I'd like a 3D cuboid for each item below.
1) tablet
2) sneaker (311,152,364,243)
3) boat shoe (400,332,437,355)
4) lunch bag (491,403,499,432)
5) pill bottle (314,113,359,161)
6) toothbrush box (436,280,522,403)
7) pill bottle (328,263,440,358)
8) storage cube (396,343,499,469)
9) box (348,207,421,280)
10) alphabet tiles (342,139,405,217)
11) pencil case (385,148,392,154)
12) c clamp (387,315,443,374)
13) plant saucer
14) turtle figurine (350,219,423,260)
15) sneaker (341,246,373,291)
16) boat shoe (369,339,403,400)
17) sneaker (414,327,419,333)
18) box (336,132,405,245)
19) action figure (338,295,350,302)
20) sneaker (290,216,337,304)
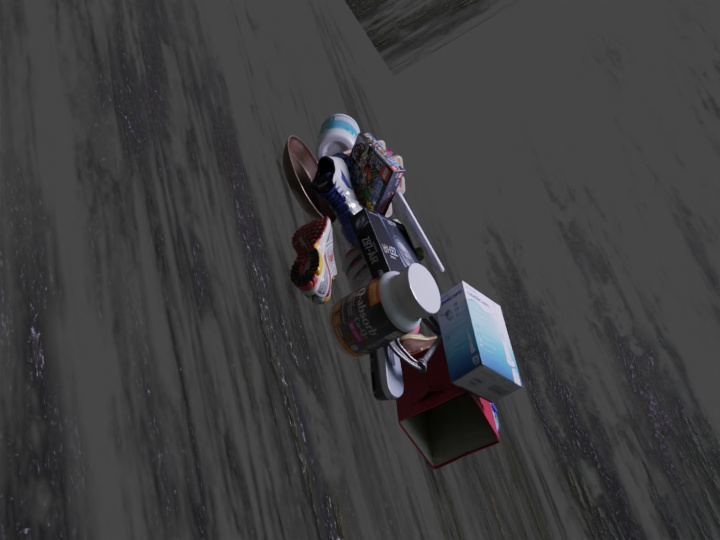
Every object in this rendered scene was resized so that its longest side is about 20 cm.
[{"bbox_3d":[0.121,-0.092,1.495,0.203,0.013,0.130,58,-1,-14],"label":"tablet"},{"bbox_3d":[-0.051,-0.154,1.418,0.114,0.079,0.205,-5,76,-60],"label":"sneaker"},{"bbox_3d":[0.176,0.196,1.605,0.073,0.194,0.069,111,-21,-50],"label":"boat shoe"},{"bbox_3d":[0.244,0.325,1.632,0.082,0.158,0.204,36,31,-57],"label":"lunch bag"},{"bbox_3d":[-0.055,-0.328,1.708,0.112,0.109,0.202,57,17,-24],"label":"pill bottle"},{"bbox_3d":[0.240,0.147,1.386,0.145,0.085,0.204,29,40,-38],"label":"toothbrush box"},{"bbox_3d":[0.043,0.073,1.232,0.115,0.198,0.119,32,42,-34],"label":"pill bottle"},{"bbox_3d":[0.185,0.285,1.476,0.202,0.168,0.182,55,18,-30],"label":"storage cube"},{"bbox_3d":[0.064,-0.031,1.386,0.199,0.043,0.164,16,49,-61],"label":"box"},{"bbox_3d":[0.017,-0.200,1.592,0.015,0.195,0.200,43,-33,52],"label":"alphabet tiles"},{"bbox_3d":[0.017,-0.211,1.645,0.089,0.086,0.206,-71,173,-69],"label":"pencil case"},{"bbox_3d":[0.131,0.141,1.358,0.172,0.027,0.199,52,38,5],"label":"c clamp"},{"bbox_3d":[-0.115,-0.189,1.440,0.203,0.036,0.202,58,17,-29],"label":"plant saucer"},{"bbox_3d":[0.084,-0.035,1.594,0.193,0.146,0.199,32,-4,47],"label":"turtle figurine"},{"bbox_3d":[0.000,0.000,1.439,0.089,0.081,0.200,50,-3,-13],"label":"sneaker"},{"bbox_3d":[0.041,0.159,1.344,0.069,0.065,0.206,10,66,-45],"label":"boat shoe"},{"bbox_3d":[0.119,0.119,1.730,0.201,0.072,0.089,-69,145,-64],"label":"sneaker"},{"bbox_3d":[0.010,-0.175,1.472,0.037,0.203,0.137,-10,47,-39],"label":"box"},{"bbox_3d":[0.010,0.101,1.399,0.199,0.051,0.067,38,25,-50],"label":"action figure"},{"bbox_3d":[-0.083,-0.020,1.244,0.083,0.076,0.203,57,26,-38],"label":"sneaker"}]
